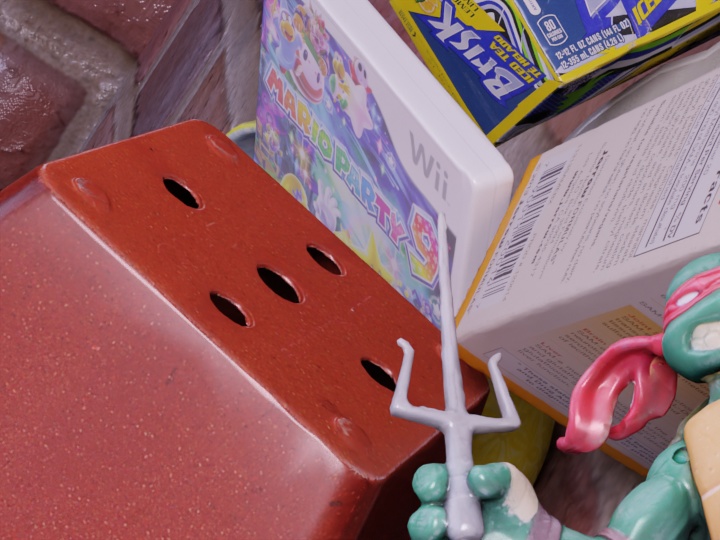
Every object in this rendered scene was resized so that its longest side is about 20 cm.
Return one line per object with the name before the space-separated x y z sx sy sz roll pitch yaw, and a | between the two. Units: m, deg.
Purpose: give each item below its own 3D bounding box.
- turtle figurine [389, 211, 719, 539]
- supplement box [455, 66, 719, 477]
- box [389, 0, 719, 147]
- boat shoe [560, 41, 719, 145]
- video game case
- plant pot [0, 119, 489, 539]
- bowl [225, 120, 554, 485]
turtle figurine | 0.099 0.057 0.538 0.149 0.101 0.201 -30 65 19
supplement box | 0.124 0.009 0.677 0.074 0.126 0.200 -62 15 -19
box | 0.111 -0.117 0.890 0.199 0.070 0.064 -27 -7 -34
boat shoe | 0.153 -0.056 0.841 0.199 0.060 0.074 -32 22 32
video game case | 0.000 0.000 0.863 0.143 0.018 0.201 53 149 38
plant pot | -0.074 0.067 0.766 0.177 0.200 0.200 -50 -8 20
bowl | 0.026 0.023 0.978 0.107 0.202 0.200 -18 -2 -23
